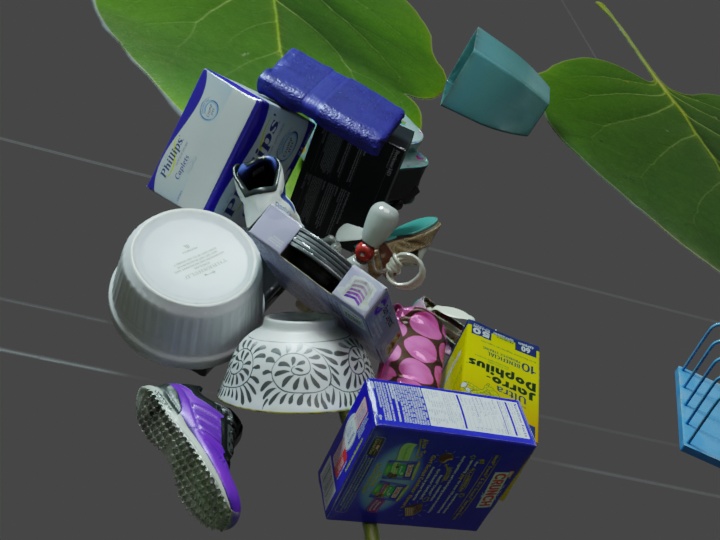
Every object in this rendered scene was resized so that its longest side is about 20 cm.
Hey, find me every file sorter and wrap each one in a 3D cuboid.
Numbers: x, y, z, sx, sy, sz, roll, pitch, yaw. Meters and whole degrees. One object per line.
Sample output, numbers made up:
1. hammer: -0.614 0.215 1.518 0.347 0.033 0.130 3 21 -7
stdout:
1. file sorter: 0.566 0.194 1.596 0.137 0.124 0.201 23 33 0

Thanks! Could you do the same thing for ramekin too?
1. ramekin: -0.209 0.012 1.308 0.199 0.095 0.204 9 47 -10

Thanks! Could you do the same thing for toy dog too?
1. toy dog: 0.000 0.000 1.480 0.133 0.199 0.096 53 19 1

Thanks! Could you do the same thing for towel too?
1. towel: -0.042 -0.234 1.505 0.198 0.050 0.148 29 32 3

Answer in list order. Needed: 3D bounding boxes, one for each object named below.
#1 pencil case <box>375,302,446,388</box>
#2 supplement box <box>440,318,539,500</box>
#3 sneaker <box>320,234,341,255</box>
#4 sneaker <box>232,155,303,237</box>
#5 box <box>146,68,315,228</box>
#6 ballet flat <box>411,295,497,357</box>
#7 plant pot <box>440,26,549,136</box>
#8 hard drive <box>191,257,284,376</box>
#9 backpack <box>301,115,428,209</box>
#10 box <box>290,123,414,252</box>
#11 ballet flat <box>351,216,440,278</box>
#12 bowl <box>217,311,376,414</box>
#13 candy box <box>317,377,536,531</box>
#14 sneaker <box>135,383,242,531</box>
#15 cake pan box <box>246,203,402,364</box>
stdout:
1. pencil case: 0.059 0.129 1.401 0.094 0.090 0.201 55 23 -22
2. supplement box: 0.162 0.176 1.376 0.107 0.110 0.201 21 33 -4
3. sneaker: -0.118 -0.021 1.507 0.197 0.082 0.076 2 40 -27
4. sneaker: -0.123 -0.098 1.434 0.079 0.117 0.199 -10 9 -1
5. box: -0.179 -0.165 1.511 0.104 0.186 0.200 31 8 19
6. ballet flat: 0.155 0.102 1.512 0.199 0.072 0.069 32 33 12
7. plant pot: 0.292 -0.382 2.228 0.198 0.142 0.142 28 32 -7
8. hard drive: -0.199 0.034 1.381 0.139 0.033 0.200 31 48 11
9. backpack: -0.002 -0.207 1.784 0.174 0.155 0.200 -13 41 -36
10. box: -0.019 -0.143 1.630 0.140 0.202 0.079 26 32 3
11. ballet flat: 0.059 -0.030 1.653 0.070 0.066 0.199 0 16 44
12. bowl: -0.071 0.102 1.261 0.197 0.096 0.201 1 6 0
13. candy box: 0.073 0.214 1.210 0.197 0.170 0.078 11 39 -20
14. sneaker: -0.166 0.194 1.180 0.099 0.070 0.201 -5 43 -40
15. cake pan box: -0.039 0.019 1.291 0.183 0.200 0.053 34 78 19
